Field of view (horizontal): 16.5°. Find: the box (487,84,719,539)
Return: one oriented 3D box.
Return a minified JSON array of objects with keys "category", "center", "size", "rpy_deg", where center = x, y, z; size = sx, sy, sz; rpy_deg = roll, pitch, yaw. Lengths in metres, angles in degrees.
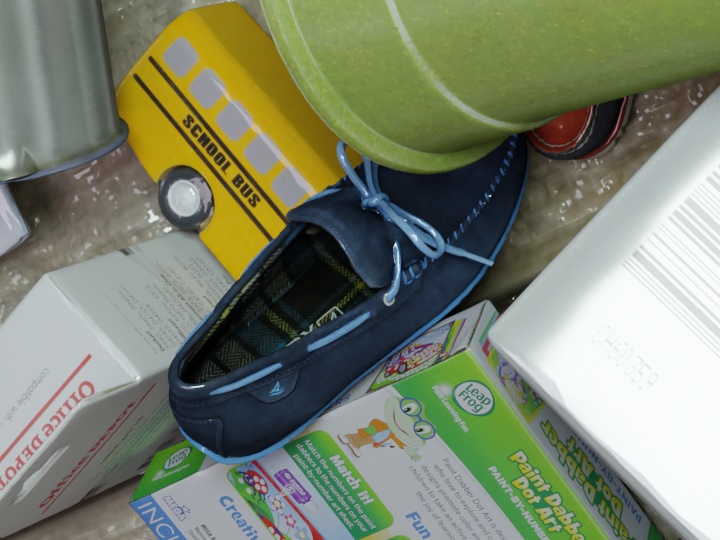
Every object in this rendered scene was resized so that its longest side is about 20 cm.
[{"category":"box","center":[0.190,0.028,0.978],"size":[0.200,0.131,0.199],"rpy_deg":[44,93,12]}]

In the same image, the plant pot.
[{"category":"plant pot","center":[0.093,-0.140,0.917],"size":[0.190,0.200,0.201],"rpy_deg":[-2,100,40]}]

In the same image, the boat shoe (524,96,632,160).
[{"category":"boat shoe","center":[0.069,-0.142,1.080],"size":[0.071,0.063,0.200],"rpy_deg":[-7,99,27]}]

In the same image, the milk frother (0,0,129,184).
[{"category":"milk frother","center":[-0.128,-0.155,1.108],"size":[0.200,0.181,0.189],"rpy_deg":[-5,110,6]}]

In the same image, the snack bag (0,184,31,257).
[{"category":"snack bag","center":[-0.264,-0.059,1.279],"size":[0.200,0.021,0.189],"rpy_deg":[-27,87,40]}]

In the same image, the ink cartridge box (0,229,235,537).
[{"category":"ink cartridge box","center":[-0.121,0.049,1.142],"size":[0.067,0.200,0.116],"rpy_deg":[48,118,12]}]

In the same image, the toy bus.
[{"category":"toy bus","center":[-0.028,-0.025,1.155],"size":[0.200,0.065,0.078],"rpy_deg":[49,116,11]}]

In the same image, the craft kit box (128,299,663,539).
[{"category":"craft kit box","center":[0.030,0.133,1.132],"size":[0.197,0.049,0.200],"rpy_deg":[-24,112,32]}]

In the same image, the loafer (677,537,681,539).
[{"category":"loafer","center":[0.222,0.161,1.059],"size":[0.200,0.072,0.073],"rpy_deg":[21,109,22]}]

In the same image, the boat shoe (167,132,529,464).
[{"category":"boat shoe","center":[0.000,0.000,1.059],"size":[0.084,0.069,0.200],"rpy_deg":[31,75,28]}]
